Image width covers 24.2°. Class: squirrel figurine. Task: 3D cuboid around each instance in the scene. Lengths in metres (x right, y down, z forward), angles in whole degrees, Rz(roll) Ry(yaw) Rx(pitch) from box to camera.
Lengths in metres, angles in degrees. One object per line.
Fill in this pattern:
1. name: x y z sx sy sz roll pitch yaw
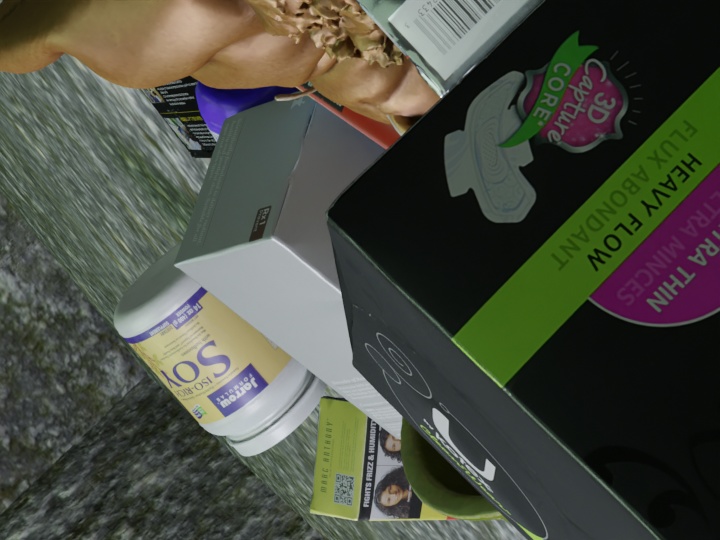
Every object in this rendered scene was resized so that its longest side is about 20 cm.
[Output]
1. squirrel figurine: -0.011 -0.110 0.644 0.186 0.143 0.199 27 166 -35

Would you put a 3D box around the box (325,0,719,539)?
1. box: 0.111 -0.012 0.429 0.148 0.200 0.124 43 167 15

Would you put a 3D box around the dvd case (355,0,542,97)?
1. dvd case: 0.006 -0.170 0.489 0.200 0.146 0.022 47 -148 -1

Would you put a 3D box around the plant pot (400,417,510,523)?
1. plant pot: 0.150 0.052 0.611 0.189 0.201 0.200 37 171 -18

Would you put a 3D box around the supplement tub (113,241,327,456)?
1. supplement tub: -0.141 0.077 1.727 0.200 0.145 0.145 50 168 -17

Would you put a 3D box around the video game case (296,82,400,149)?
1. video game case: 0.017 -0.077 0.829 0.142 0.018 0.200 19 -166 -46

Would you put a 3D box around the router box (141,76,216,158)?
1. router box: -0.117 -0.147 1.142 0.150 0.051 0.200 52 167 -16

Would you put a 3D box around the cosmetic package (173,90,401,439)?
1. cosmetic package: 0.000 0.000 0.948 0.090 0.108 0.200 -17 134 42

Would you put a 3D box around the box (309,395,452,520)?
1. box: 0.060 0.122 1.078 0.199 0.076 0.050 8 177 -41

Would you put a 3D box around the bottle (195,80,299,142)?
1. bottle: -0.030 -0.064 1.037 0.065 0.084 0.200 23 157 36
